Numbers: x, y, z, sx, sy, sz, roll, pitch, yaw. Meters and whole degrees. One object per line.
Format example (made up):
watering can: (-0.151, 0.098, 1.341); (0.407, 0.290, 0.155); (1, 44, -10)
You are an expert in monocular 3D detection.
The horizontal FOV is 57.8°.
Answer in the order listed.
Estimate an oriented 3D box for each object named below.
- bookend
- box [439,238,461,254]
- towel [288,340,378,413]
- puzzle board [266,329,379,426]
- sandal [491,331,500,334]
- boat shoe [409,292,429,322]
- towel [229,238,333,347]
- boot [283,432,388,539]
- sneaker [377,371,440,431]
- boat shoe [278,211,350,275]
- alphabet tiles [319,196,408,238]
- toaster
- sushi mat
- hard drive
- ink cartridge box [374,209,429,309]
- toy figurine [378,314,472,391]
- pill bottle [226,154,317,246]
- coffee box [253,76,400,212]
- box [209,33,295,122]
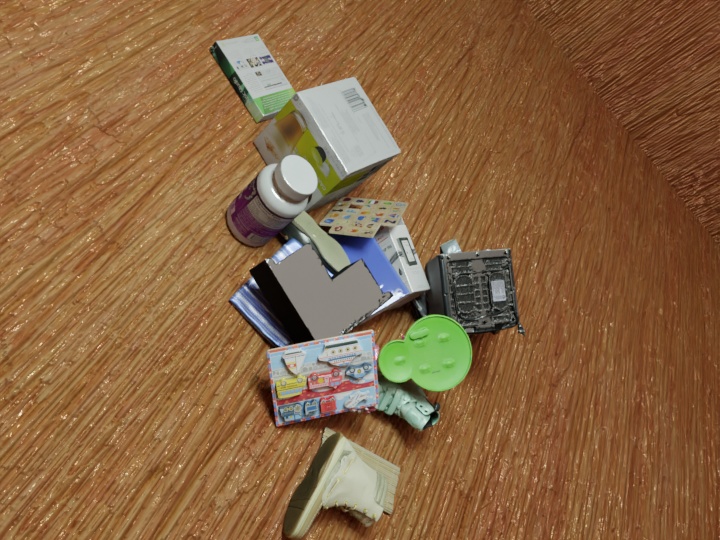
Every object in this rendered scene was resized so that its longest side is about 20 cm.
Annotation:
bookend: (-0.073, 0.026, 1.253); (0.198, 0.092, 0.202); (-36, 97, -32)
box: (0.254, 0.035, 1.612); (0.160, 0.043, 0.203); (56, 12, -78)
towel: (-0.059, 0.191, 1.265); (0.197, 0.030, 0.148); (13, 54, -13)
puzzle board: (-0.064, 0.196, 1.182); (0.196, 0.017, 0.153); (-10, 111, -13)
sandal: (0.343, 0.113, 1.641); (0.200, 0.053, 0.082); (8, 64, -79)
boat shoe: (0.158, 0.124, 1.526); (0.067, 0.072, 0.203); (-23, 97, -14)
towel: (-0.143, 0.042, 1.288); (0.145, 0.024, 0.200); (44, 56, -3)
boot: (-0.038, 0.416, 1.162); (0.155, 0.072, 0.201); (46, 51, -17)
sneaker: (0.078, 0.270, 1.321); (0.198, 0.075, 0.118); (12, 20, -39)
boat shoe: (-0.097, -0.050, 1.377); (0.201, 0.063, 0.074); (45, 31, 0)
alphabet tiles: (0.007, -0.120, 1.452); (0.201, 0.164, 0.008); (-58, 152, -58)
toaster: (0.249, 0.056, 1.445); (0.178, 0.119, 0.204); (-5, 85, -15)
sushi mat: (-0.003, 0.387, 1.258); (0.199, 0.012, 0.097); (35, 46, -23)
hard drive: (0.000, 0.000, 1.412); (0.131, 0.025, 0.202); (-28, 73, -18)
ink cartridge box: (0.066, -0.025, 1.488); (0.067, 0.116, 0.203); (-7, 71, -45)
toy figurine: (0.113, 0.182, 1.383); (0.196, 0.184, 0.153); (-11, 84, -13)
pill bottle: (-0.171, -0.138, 1.274); (0.111, 0.199, 0.114); (22, 52, -31)
coffee box: (-0.076, -0.273, 1.444); (0.199, 0.197, 0.201); (-32, 90, -46)
box: (-0.240, -0.449, 1.518); (0.144, 0.036, 0.202); (-33, 89, -47)
